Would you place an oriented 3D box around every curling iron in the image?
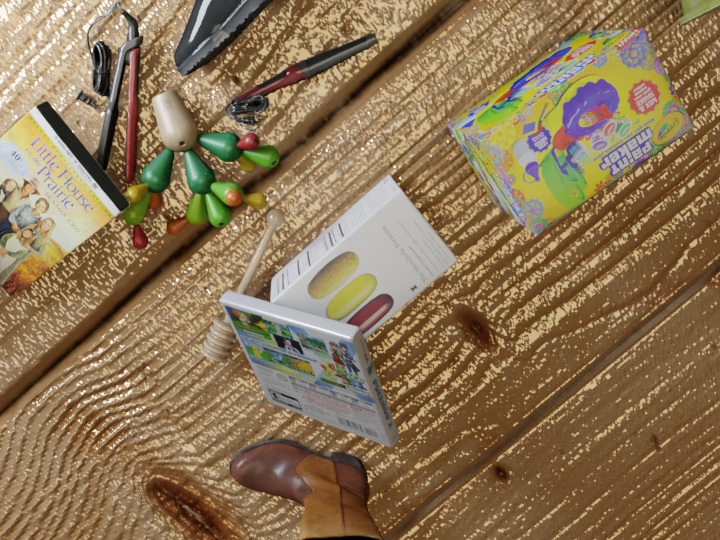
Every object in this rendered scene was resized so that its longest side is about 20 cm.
[{"bbox_3d":[-0.067,-0.223,0.997,0.198,0.026,0.050,-29,69,-1],"label":"curling iron"}]

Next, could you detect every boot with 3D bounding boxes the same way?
[{"bbox_3d":[-0.072,0.288,1.040,0.185,0.200,0.070,15,103,-9],"label":"boot"},{"bbox_3d":[-0.199,-0.342,0.933,0.164,0.066,0.201,-36,100,22],"label":"boot"}]

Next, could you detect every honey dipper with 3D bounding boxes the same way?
[{"bbox_3d":[-0.143,0.016,1.052,0.037,0.038,0.203,23,97,-11],"label":"honey dipper"}]

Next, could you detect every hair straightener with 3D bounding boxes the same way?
[{"bbox_3d":[-0.291,-0.203,0.973,0.075,0.041,0.203,6,109,-7],"label":"hair straightener"}]

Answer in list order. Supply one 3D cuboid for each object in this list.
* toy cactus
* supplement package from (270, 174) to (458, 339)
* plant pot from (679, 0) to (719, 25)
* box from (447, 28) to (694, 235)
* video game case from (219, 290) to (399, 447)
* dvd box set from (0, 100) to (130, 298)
[{"bbox_3d":[-0.200,-0.124,0.986,0.197,0.102,0.167,-23,97,9],"label":"toy cactus"},{"bbox_3d":[0.000,0.000,1.020,0.199,0.110,0.114,-41,105,6],"label":"supplement package"},{"bbox_3d":[0.413,-0.401,0.930,0.198,0.200,0.187,-24,94,1],"label":"plant pot"},{"bbox_3d":[0.226,-0.162,0.958,0.199,0.193,0.123,-34,105,3],"label":"box"},{"bbox_3d":[-0.059,0.114,0.993,0.022,0.198,0.184,-49,137,-33],"label":"video game case"},{"bbox_3d":[-0.379,-0.076,0.973,0.198,0.029,0.147,-31,105,22],"label":"dvd box set"}]
